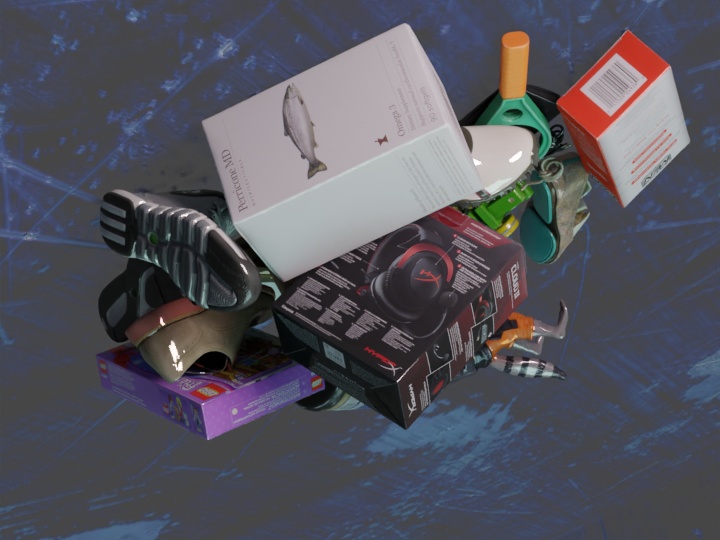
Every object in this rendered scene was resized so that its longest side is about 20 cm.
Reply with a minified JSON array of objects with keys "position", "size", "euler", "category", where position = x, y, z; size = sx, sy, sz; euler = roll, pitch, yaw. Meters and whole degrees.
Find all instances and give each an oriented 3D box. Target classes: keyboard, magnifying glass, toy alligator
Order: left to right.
[{"position":[0.125,-0.116,1.758],"size":[0.127,0.021,0.200],"euler":[18,139,-36],"category":"keyboard"},{"position":[0.143,-0.071,1.859],"size":[0.200,0.059,0.054],"euler":[-37,-167,34],"category":"toy alligator"},{"position":[0.141,-0.153,1.662],"size":[0.079,0.023,0.200],"euler":[-7,148,-1],"category":"magnifying glass"}]

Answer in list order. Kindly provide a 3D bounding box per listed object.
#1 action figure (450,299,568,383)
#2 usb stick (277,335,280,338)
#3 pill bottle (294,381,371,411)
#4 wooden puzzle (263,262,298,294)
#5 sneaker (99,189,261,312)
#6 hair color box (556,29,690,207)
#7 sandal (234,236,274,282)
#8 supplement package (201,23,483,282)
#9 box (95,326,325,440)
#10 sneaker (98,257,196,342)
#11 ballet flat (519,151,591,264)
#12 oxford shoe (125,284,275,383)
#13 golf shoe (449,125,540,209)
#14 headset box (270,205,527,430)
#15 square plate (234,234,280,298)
[{"position":[0.118,0.080,1.826],"size":[0.192,0.105,0.200],"euler":[-11,-178,-10],"category":"action figure"},{"position":[-0.037,0.041,1.898],"size":[0.055,0.033,0.200],"euler":[-7,154,-30],"category":"usb stick"},{"position":[0.011,0.105,2.064],"size":[0.199,0.112,0.112],"euler":[3,148,-46],"category":"pill bottle"},{"position":[0.000,0.000,1.695],"size":[0.184,0.200,0.037],"euler":[-8,139,-36],"category":"wooden puzzle"},{"position":[-0.128,-0.031,1.557],"size":[0.115,0.199,0.076],"euler":[-14,123,-43],"category":"sneaker"},{"position":[0.259,-0.144,1.740],"size":[0.102,0.061,0.200],"euler":[-45,157,-1],"category":"hair color box"},{"position":[-0.043,0.006,1.748],"size":[0.199,0.080,0.054],"euler":[4,119,-30],"category":"sandal"},{"position":[-0.015,-0.099,1.528],"size":[0.199,0.117,0.117],"euler":[-25,149,8],"category":"supplement package"},{"position":[-0.147,0.097,1.716],"size":[0.136,0.039,0.199],"euler":[-21,-157,-32],"category":"box"},{"position":[-0.165,0.001,1.730],"size":[0.115,0.076,0.200],"euler":[-16,167,-39],"category":"sneaker"},{"position":[0.217,-0.067,1.922],"size":[0.067,0.068,0.200],"euler":[-29,162,-12],"category":"ballet flat"},{"position":[-0.138,0.063,1.674],"size":[0.070,0.075,0.200],"euler":[-38,168,35],"category":"oxford shoe"},{"position":[0.067,-0.104,1.639],"size":[0.198,0.078,0.088],"euler":[-10,145,4],"category":"golf shoe"},{"position":[0.043,0.020,1.574],"size":[0.200,0.148,0.075],"euler":[-46,148,-25],"category":"headset box"},{"position":[-0.069,0.000,1.855],"size":[0.199,0.029,0.198],"euler":[-3,151,-39],"category":"square plate"}]
